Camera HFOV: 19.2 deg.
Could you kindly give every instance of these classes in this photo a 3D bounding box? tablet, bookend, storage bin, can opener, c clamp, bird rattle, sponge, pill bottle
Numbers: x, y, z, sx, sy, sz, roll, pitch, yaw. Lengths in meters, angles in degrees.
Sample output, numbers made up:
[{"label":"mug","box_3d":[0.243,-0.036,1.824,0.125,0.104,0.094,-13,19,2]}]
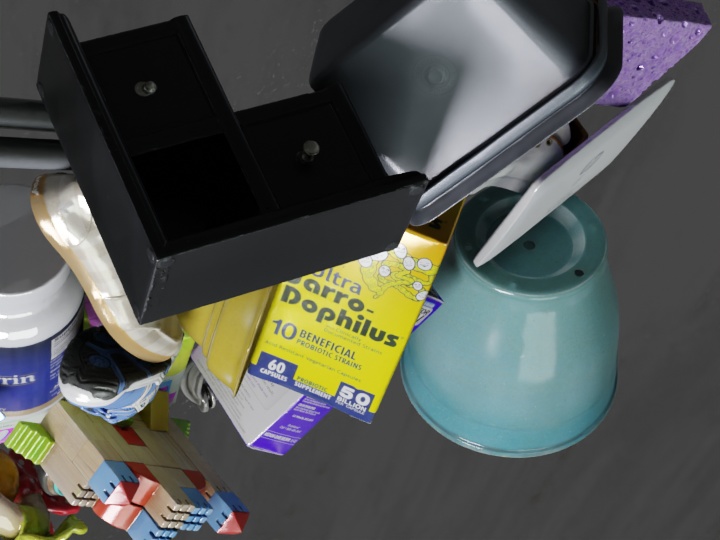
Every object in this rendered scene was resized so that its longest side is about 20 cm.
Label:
[{"label":"tablet","box_3d":[0.179,-0.082,1.772,0.200,0.014,0.130,-38,169,-38]},{"label":"bookend","box_3d":[-0.090,-0.092,1.448,0.199,0.199,0.092,-16,156,-22]},{"label":"storage bin","box_3d":[0.067,-0.157,1.504,0.200,0.146,0.134,-34,116,29]},{"label":"can opener","box_3d":[-0.267,-0.096,1.483,0.200,0.054,0.067,1,180,-40]},{"label":"c clamp","box_3d":[-0.082,0.095,2.025,0.199,0.027,0.171,-10,154,-23]},{"label":"bird rattle","box_3d":[-0.317,0.198,1.926,0.113,0.200,0.163,-39,114,12]},{"label":"sponge","box_3d":[0.169,-0.175,1.659,0.200,0.030,0.112,2,148,-40]},{"label":"pill bottle","box_3d":[-0.268,0.024,1.630,0.115,0.116,0.200,-13,154,-15]}]

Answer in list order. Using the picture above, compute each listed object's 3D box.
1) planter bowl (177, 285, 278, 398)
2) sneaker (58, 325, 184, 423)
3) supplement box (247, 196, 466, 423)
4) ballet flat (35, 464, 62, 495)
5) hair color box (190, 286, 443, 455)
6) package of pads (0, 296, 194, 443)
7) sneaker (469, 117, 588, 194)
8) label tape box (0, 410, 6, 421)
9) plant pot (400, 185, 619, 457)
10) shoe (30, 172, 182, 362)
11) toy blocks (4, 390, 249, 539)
[{"label":"planter bowl","box_3d":[-0.102,-0.007,1.678,0.083,0.201,0.201,20,149,-1]},{"label":"sneaker","box_3d":[-0.188,0.086,1.664,0.077,0.076,0.200,-66,172,11]},{"label":"supplement box","box_3d":[0.000,0.000,1.646,0.109,0.110,0.200,22,130,0]},{"label":"ballet flat","box_3d":[-0.256,0.160,1.931,0.068,0.068,0.200,-66,164,9]},{"label":"hair color box","box_3d":[-0.039,0.049,1.813,0.200,0.109,0.065,-44,150,16]},{"label":"package of pads","box_3d":[-0.245,0.078,1.815,0.199,0.068,0.155,-12,154,-20]},{"label":"sneaker","box_3d":[0.112,-0.111,1.712,0.085,0.073,0.200,-42,158,27]},{"label":"label tape box","box_3d":[-0.382,0.096,1.661,0.200,0.066,0.143,-33,108,24]},{"label":"plant pot","box_3d":[0.140,0.029,1.884,0.199,0.200,0.188,-13,141,-15]},{"label":"shoe","box_3d":[-0.172,-0.001,1.559,0.053,0.070,0.200,-17,137,14]},{"label":"toy blocks","box_3d":[-0.183,0.178,1.791,0.100,0.137,0.200,-53,147,15]}]
